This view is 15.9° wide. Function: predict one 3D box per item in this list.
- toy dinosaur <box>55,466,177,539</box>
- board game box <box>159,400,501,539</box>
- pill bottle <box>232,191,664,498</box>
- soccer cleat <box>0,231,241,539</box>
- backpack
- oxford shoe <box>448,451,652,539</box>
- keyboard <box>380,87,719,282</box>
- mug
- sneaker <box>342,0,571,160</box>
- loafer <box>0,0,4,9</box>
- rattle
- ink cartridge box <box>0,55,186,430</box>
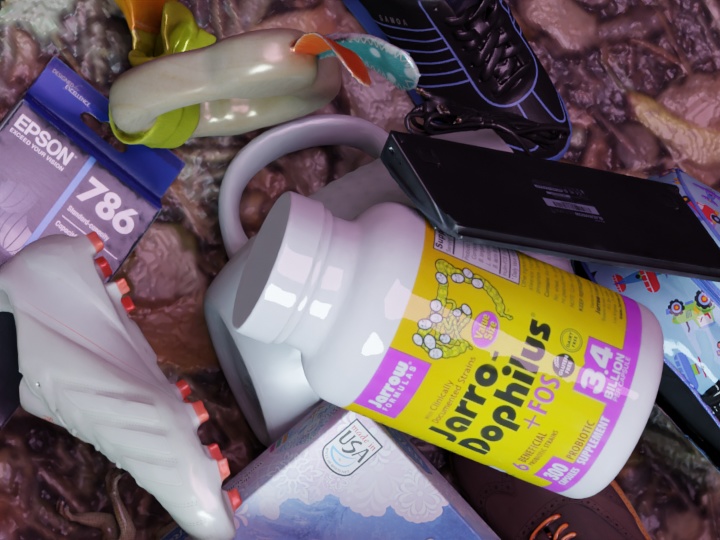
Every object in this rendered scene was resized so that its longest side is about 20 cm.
[{"bbox_3d":[-0.098,0.162,1.386,0.199,0.058,0.102,13,92,-12],"label":"toy dinosaur"},{"bbox_3d":[-0.014,0.193,1.345,0.199,0.043,0.200,-41,108,7],"label":"board game box"},{"bbox_3d":[0.041,0.032,1.269,0.199,0.104,0.105,22,75,-13],"label":"pill bottle"},{"bbox_3d":[-0.127,0.068,1.308,0.077,0.069,0.200,-29,61,-10],"label":"soccer cleat"},{"bbox_3d":[0.211,0.020,1.444,0.134,0.183,0.200,-41,94,13],"label":"backpack"},{"bbox_3d":[0.121,0.150,1.415,0.200,0.072,0.071,41,97,21],"label":"oxford shoe"},{"bbox_3d":[0.093,-0.042,1.317,0.199,0.021,0.127,10,36,-37],"label":"keyboard"},{"bbox_3d":[0.000,0.000,1.401,0.174,0.148,0.201,-23,64,-12],"label":"mug"},{"bbox_3d":[0.053,-0.137,1.466,0.200,0.078,0.070,45,70,-8],"label":"sneaker"},{"bbox_3d":[-0.203,-0.201,1.385,0.070,0.068,0.202,32,75,-23],"label":"loafer"},{"bbox_3d":[-0.056,-0.143,1.360,0.129,0.200,0.144,13,72,-25],"label":"rattle"},{"bbox_3d":[-0.180,-0.015,1.382,0.099,0.039,0.201,37,70,-11],"label":"ink cartridge box"}]
